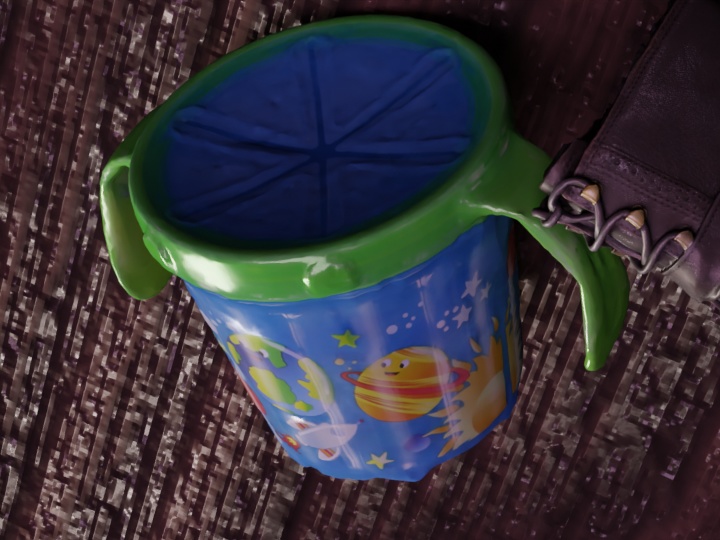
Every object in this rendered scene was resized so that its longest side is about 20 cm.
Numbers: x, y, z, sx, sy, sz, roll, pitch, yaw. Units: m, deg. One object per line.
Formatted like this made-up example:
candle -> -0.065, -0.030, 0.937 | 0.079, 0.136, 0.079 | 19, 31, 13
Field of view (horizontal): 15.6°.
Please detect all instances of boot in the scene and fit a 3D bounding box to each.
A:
boot -> 0.134, 0.013, 0.853 | 0.174, 0.200, 0.069 | 27, 153, -4

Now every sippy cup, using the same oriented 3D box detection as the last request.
sippy cup -> 0.000, 0.000, 0.933 | 0.178, 0.140, 0.130 | 46, 160, 49
